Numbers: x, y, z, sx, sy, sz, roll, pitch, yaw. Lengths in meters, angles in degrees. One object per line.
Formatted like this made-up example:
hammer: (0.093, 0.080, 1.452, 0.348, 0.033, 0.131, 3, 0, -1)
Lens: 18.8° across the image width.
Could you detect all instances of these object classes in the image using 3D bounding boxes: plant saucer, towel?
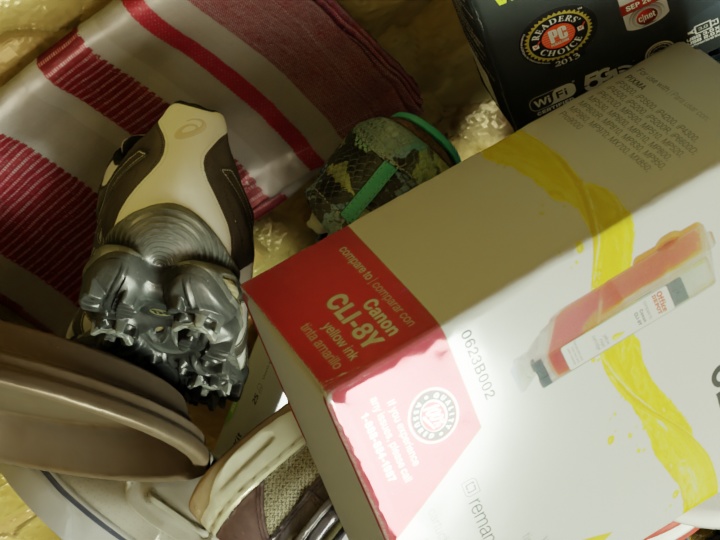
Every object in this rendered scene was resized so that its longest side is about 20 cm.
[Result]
plant saucer: (-0.156, 0.048, 0.880, 0.199, 0.030, 0.200, 11, 166, 3)
towel: (-0.087, -0.049, 0.880, 0.200, 0.023, 0.144, -34, 143, 15)

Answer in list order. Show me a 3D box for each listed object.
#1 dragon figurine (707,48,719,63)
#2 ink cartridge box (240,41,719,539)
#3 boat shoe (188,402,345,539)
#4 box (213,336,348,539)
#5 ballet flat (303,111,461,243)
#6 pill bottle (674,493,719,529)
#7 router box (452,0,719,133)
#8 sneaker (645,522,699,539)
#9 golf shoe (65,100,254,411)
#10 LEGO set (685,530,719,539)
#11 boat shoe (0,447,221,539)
dragon figurine: (0.128, -0.079, 0.891, 0.199, 0.059, 0.100, -13, 143, -15)
ink cartridge box: (0.077, 0.028, 0.812, 0.200, 0.083, 0.145, -30, 126, -10)
boat shoe: (0.024, 0.058, 0.896, 0.200, 0.065, 0.072, -36, 168, -10)
box: (-0.009, 0.122, 1.065, 0.155, 0.041, 0.201, 9, 111, -37)
ballet flat: (0.000, 0.000, 0.921, 0.074, 0.074, 0.200, -18, 157, -7)
pill bottle: (0.176, 0.067, 1.028, 0.113, 0.113, 0.200, -30, 166, 9)
router box: (0.120, -0.150, 0.792, 0.199, 0.062, 0.150, -25, 143, 3)
sneaker: (0.110, 0.110, 1.151, 0.200, 0.079, 0.115, -35, 145, 14)
golf shoe: (-0.073, -0.002, 0.869, 0.077, 0.095, 0.200, 12, 163, -9)
LEGO set: (0.184, 0.204, 1.318, 0.153, 0.116, 0.200, 20, 129, -6)
boat shoe: (-0.075, 0.112, 0.977, 0.070, 0.200, 0.071, -60, 157, 7)
